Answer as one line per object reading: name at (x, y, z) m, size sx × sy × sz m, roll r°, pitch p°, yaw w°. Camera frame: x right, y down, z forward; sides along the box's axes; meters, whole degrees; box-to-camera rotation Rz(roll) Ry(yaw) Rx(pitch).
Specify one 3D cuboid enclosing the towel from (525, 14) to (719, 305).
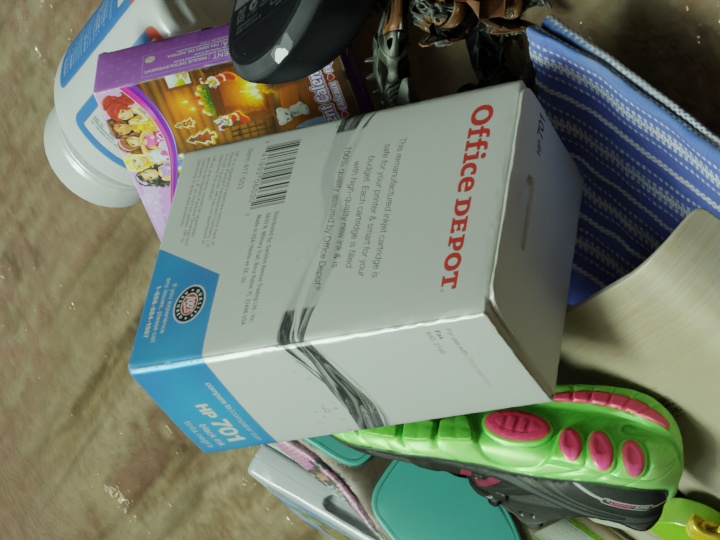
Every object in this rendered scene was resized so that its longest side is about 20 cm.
towel at (0.140, -0.023, 1.287) m, size 0.145 × 0.024 × 0.200 m, roll 40°, pitch 155°, yaw 33°

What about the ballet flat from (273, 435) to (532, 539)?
ballet flat at (0.013, 0.107, 1.350) m, size 0.200 × 0.069 × 0.071 m, roll 37°, pitch 169°, yaw 13°

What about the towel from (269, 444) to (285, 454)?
towel at (0.023, 0.092, 1.439) m, size 0.171 × 0.048 × 0.200 m, roll 37°, pitch 151°, yaw -21°

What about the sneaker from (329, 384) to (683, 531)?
sneaker at (0.065, 0.092, 1.277) m, size 0.200 × 0.077 × 0.084 m, roll 15°, pitch 138°, yaw 24°

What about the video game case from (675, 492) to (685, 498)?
video game case at (0.169, 0.149, 1.424) m, size 0.200 × 0.018 × 0.143 m, roll -15°, pitch 102°, yaw 52°

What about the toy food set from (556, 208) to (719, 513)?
toy food set at (0.171, 0.047, 1.256) m, size 0.143 × 0.060 × 0.200 m, roll 41°, pitch 158°, yaw -5°

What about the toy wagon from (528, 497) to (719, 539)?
toy wagon at (0.149, 0.156, 1.354) m, size 0.155 × 0.040 × 0.200 m, roll 35°, pitch 150°, yaw -11°

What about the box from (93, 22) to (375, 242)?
box at (-0.052, -0.050, 1.419) m, size 0.137 × 0.039 × 0.200 m, roll -13°, pitch 131°, yaw 11°

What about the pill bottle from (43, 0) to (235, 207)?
pill bottle at (-0.115, -0.117, 1.496) m, size 0.112 × 0.112 × 0.200 m, roll 56°, pitch 143°, yaw 5°

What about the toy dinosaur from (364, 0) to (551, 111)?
toy dinosaur at (0.049, -0.143, 1.330) m, size 0.200 × 0.102 × 0.136 m, roll -130°, pitch 32°, yaw -83°

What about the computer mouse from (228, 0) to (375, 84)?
computer mouse at (-0.016, -0.176, 1.319) m, size 0.053 × 0.200 × 0.138 m, roll 28°, pitch 147°, yaw -28°

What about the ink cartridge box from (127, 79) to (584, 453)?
ink cartridge box at (0.000, 0.000, 1.260) m, size 0.200 × 0.147 × 0.086 m, roll -9°, pitch 139°, yaw 26°

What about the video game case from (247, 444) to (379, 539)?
video game case at (0.029, 0.168, 1.468) m, size 0.182 × 0.022 × 0.200 m, roll 30°, pitch 173°, yaw 12°
